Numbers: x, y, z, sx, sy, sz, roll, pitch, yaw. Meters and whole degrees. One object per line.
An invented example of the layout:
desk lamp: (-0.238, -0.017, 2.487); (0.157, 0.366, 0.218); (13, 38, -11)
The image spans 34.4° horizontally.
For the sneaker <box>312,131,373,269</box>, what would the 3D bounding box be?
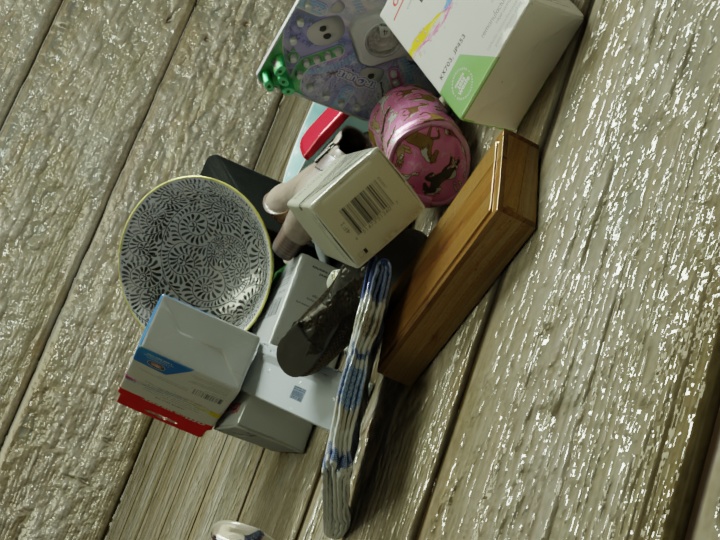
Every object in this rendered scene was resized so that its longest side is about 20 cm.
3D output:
sneaker: (0.004, -0.077, 1.348); (0.088, 0.074, 0.201); (-103, 32, -43)

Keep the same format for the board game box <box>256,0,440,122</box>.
board game box: (0.024, -0.234, 1.182); (0.201, 0.198, 0.026); (-54, 34, 33)

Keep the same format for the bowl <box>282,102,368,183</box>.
bowl: (-0.014, -0.169, 1.475); (0.202, 0.104, 0.201); (-61, 12, 23)

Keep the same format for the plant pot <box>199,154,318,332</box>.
plant pot: (-0.133, -0.005, 1.516); (0.202, 0.198, 0.178); (-63, 24, 11)

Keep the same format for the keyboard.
keyboard: (-0.057, 0.115, 1.146); (0.199, 0.011, 0.057); (14, 82, 54)

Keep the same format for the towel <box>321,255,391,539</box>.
towel: (-0.002, 0.106, 0.962); (0.148, 0.023, 0.202); (93, -172, -55)

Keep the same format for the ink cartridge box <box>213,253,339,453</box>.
ink cartridge box: (-0.081, 0.097, 1.304); (0.202, 0.083, 0.146); (-69, 12, -13)

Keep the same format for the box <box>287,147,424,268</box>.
box: (-0.009, -0.058, 1.044); (0.082, 0.069, 0.200); (-41, 9, -6)

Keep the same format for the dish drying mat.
dish drying mat: (0.004, -0.206, 1.283); (0.200, 0.018, 0.077); (-45, 16, 11)

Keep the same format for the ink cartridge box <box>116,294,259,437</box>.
ink cartridge box: (-0.194, 0.111, 1.278); (0.200, 0.115, 0.068); (-49, 18, 60)

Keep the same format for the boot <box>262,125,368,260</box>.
boot: (-0.045, -0.099, 1.306); (0.147, 0.070, 0.201); (-53, 19, 20)

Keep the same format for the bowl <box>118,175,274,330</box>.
bowl: (-0.175, -0.008, 1.366); (0.202, 0.199, 0.094); (-64, -17, 10)

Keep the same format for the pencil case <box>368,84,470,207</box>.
pencil case: (0.054, -0.123, 1.134); (0.082, 0.087, 0.200); (-22, 18, 2)

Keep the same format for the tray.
tray: (0.074, -0.007, 0.923); (0.099, 0.037, 0.201); (-78, 15, -47)

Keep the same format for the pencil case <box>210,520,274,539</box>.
pencil case: (-0.128, 0.331, 1.071); (0.089, 0.077, 0.202); (-30, 35, 47)

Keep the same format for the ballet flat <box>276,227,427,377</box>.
ballet flat: (-0.003, 0.031, 1.090); (0.200, 0.068, 0.046); (-45, -18, 25)

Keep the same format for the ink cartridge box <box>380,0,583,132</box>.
ink cartridge box: (0.088, -0.226, 0.989); (0.118, 0.067, 0.201); (-60, 43, 30)

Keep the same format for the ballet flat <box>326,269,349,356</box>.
ballet flat: (0.000, 0.000, 1.179); (0.072, 0.071, 0.202); (132, 158, -57)
